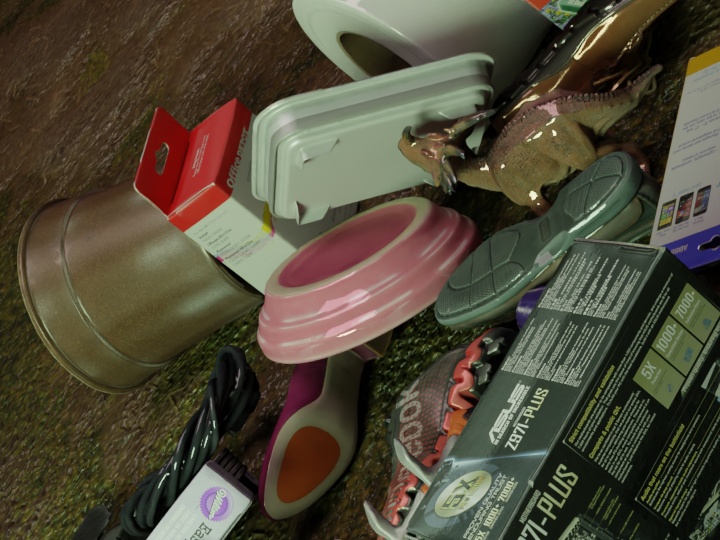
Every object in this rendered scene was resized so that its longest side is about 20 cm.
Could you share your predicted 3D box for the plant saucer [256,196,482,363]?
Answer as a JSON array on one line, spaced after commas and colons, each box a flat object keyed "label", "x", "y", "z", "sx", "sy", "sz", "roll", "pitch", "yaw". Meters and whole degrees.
[{"label": "plant saucer", "x": 0.000, "y": 0.000, "z": 1.407, "sx": 0.199, "sy": 0.051, "sz": 0.201, "roll": -26, "pitch": 17, "yaw": 8}]

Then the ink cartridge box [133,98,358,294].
[{"label": "ink cartridge box", "x": -0.098, "y": -0.066, "z": 1.559, "sx": 0.067, "sy": 0.200, "sz": 0.117, "roll": -32, "pitch": 33, "yaw": 33}]

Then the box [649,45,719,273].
[{"label": "box", "x": 0.261, "y": -0.079, "z": 1.182, "sx": 0.119, "sy": 0.041, "sz": 0.201, "roll": -22, "pitch": 42, "yaw": 45}]

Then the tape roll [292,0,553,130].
[{"label": "tape roll", "x": 0.059, "y": -0.228, "z": 1.507, "sx": 0.140, "sy": 0.202, "sz": 0.202, "roll": -57, "pitch": 27, "yaw": -9}]

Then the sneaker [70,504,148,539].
[{"label": "sneaker", "x": -0.237, "y": 0.284, "z": 1.517, "sx": 0.104, "sy": 0.060, "sz": 0.201, "roll": -24, "pitch": 33, "yaw": 43}]

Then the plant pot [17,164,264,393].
[{"label": "plant pot", "x": -0.184, "y": -0.012, "z": 1.658, "sx": 0.197, "sy": 0.200, "sz": 0.201, "roll": -25, "pitch": 36, "yaw": 30}]

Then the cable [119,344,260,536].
[{"label": "cable", "x": -0.140, "y": 0.140, "z": 1.426, "sx": 0.164, "sy": 0.051, "sz": 0.200, "roll": -52, "pitch": -2, "yaw": -19}]

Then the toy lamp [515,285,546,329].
[{"label": "toy lamp", "x": 0.171, "y": 0.041, "z": 1.160, "sx": 0.059, "sy": 0.058, "sz": 0.199, "roll": -57, "pitch": 29, "yaw": -10}]

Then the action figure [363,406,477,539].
[{"label": "action figure", "x": 0.102, "y": 0.124, "z": 1.080, "sx": 0.192, "sy": 0.201, "sz": 0.105, "roll": -19, "pitch": 54, "yaw": -19}]

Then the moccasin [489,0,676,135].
[{"label": "moccasin", "x": 0.190, "y": -0.162, "z": 1.369, "sx": 0.201, "sy": 0.078, "sz": 0.074, "roll": -47, "pitch": 11, "yaw": 20}]

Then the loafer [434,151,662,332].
[{"label": "loafer", "x": 0.139, "y": -0.006, "z": 1.269, "sx": 0.200, "sy": 0.063, "sz": 0.072, "roll": -38, "pitch": 30, "yaw": 33}]

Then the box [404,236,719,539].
[{"label": "box", "x": 0.148, "y": 0.111, "z": 0.988, "sx": 0.201, "sy": 0.163, "sz": 0.086, "roll": -59, "pitch": 28, "yaw": -12}]

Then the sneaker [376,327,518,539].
[{"label": "sneaker", "x": 0.053, "y": 0.133, "z": 1.218, "sx": 0.097, "sy": 0.071, "sz": 0.202, "roll": -13, "pitch": 44, "yaw": 51}]

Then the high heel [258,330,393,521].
[{"label": "high heel", "x": -0.040, "y": 0.116, "z": 1.407, "sx": 0.096, "sy": 0.067, "sz": 0.201, "roll": -20, "pitch": 33, "yaw": 57}]

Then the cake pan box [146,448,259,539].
[{"label": "cake pan box", "x": -0.150, "y": 0.230, "z": 1.360, "sx": 0.201, "sy": 0.052, "sz": 0.184, "roll": -52, "pitch": 0, "yaw": -2}]

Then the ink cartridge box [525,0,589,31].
[{"label": "ink cartridge box", "x": 0.167, "y": -0.251, "z": 1.367, "sx": 0.109, "sy": 0.199, "sz": 0.051, "roll": -44, "pitch": 58, "yaw": 15}]

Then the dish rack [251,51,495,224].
[{"label": "dish rack", "x": 0.013, "y": -0.098, "z": 1.402, "sx": 0.172, "sy": 0.198, "sz": 0.044, "roll": 99, "pitch": 153, "yaw": -65}]

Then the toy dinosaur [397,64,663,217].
[{"label": "toy dinosaur", "x": 0.130, "y": -0.096, "z": 1.303, "sx": 0.199, "sy": 0.135, "sz": 0.086, "roll": -37, "pitch": 30, "yaw": 27}]
